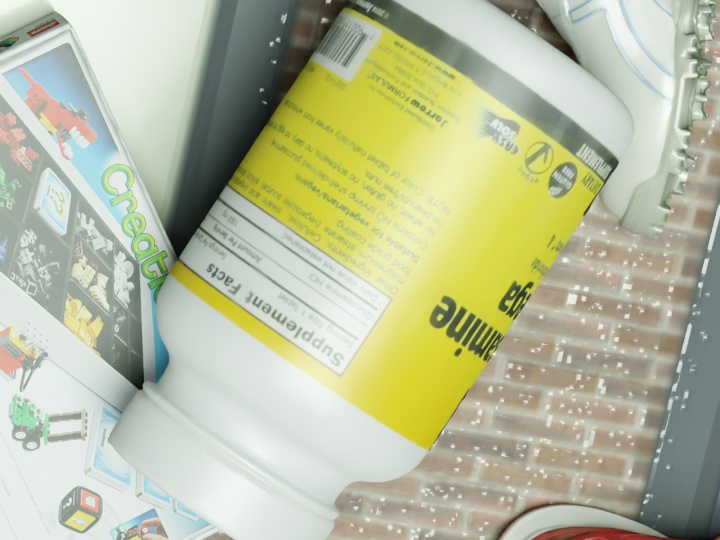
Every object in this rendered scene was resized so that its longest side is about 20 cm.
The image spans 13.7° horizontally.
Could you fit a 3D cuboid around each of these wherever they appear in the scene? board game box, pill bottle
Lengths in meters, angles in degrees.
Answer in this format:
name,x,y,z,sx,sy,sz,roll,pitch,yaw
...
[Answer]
name,x,y,z,sx,sy,sz,roll,pitch,yaw
board game box,-0.124,0.023,1.098,0.126,0.035,0.201,-26,109,-9
pill bottle,0.000,0.000,1.057,0.112,0.112,0.201,33,91,-20

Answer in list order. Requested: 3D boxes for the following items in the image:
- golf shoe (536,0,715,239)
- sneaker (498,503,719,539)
name,x,y,z,sx,sy,sz,roll,pitch,yaw
golf shoe,0.087,-0.114,1.115,0.097,0.078,0.201,2,101,5
sneaker,0.157,0.144,1.161,0.199,0.116,0.079,2,103,-16
